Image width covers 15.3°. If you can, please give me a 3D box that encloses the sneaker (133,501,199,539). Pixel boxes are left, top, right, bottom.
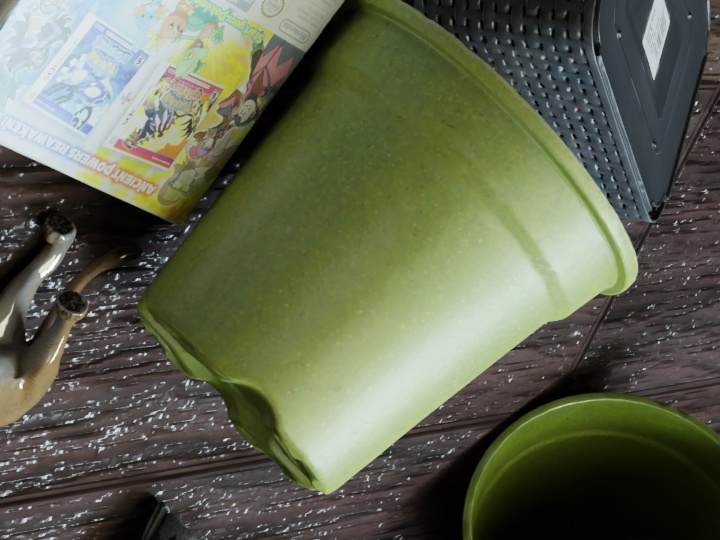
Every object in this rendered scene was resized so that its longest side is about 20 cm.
[{"bbox_3d":[-0.134,0.185,1.453,0.114,0.075,0.200,-59,154,14],"label":"sneaker"}]

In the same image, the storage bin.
[{"bbox_3d":[0.107,-0.128,1.347,0.200,0.093,0.136,60,42,-57],"label":"storage bin"}]

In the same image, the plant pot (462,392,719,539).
[{"bbox_3d":[0.153,0.215,1.764,0.200,0.200,0.193,-34,158,-24],"label":"plant pot"}]

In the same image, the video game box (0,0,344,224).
[{"bbox_3d":[-0.090,-0.125,1.196,0.183,0.047,0.200,-55,149,5],"label":"video game box"}]

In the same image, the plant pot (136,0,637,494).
[{"bbox_3d":[0.000,0.000,1.291,0.184,0.200,0.201,-46,149,-11],"label":"plant pot"}]

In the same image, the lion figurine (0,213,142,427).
[{"bbox_3d":[-0.187,0.057,1.247,0.199,0.072,0.123,-23,148,-44],"label":"lion figurine"}]
